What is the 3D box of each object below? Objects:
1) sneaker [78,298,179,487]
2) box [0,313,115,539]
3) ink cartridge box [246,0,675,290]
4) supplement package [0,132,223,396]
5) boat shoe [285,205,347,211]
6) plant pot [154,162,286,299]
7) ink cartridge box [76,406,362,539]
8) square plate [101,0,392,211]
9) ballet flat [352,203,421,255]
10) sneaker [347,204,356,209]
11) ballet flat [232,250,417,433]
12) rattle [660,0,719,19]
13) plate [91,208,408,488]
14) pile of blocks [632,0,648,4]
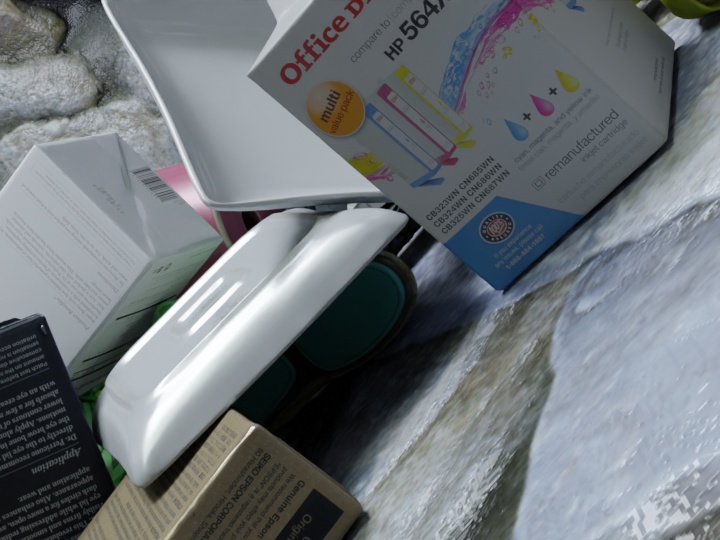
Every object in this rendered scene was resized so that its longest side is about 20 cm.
[{"bbox_3d":[-0.175,0.109,1.081,0.201,0.083,0.074,-65,11,-3],"label":"sneaker"},{"bbox_3d":[-0.215,0.138,0.954,0.104,0.201,0.148,-23,5,-18],"label":"box"},{"bbox_3d":[0.046,-0.118,0.789,0.129,0.200,0.125,-44,14,31],"label":"ink cartridge box"},{"bbox_3d":[-0.220,0.016,1.107,0.200,0.121,0.120,-49,-8,20],"label":"supplement package"},{"bbox_3d":[-0.018,-0.096,1.116,0.091,0.071,0.201,-53,-21,-23],"label":"boat shoe"},{"bbox_3d":[-0.148,-0.003,1.244,0.178,0.200,0.200,-25,23,27],"label":"plant pot"},{"bbox_3d":[-0.095,0.153,0.804,0.165,0.075,0.200,-54,13,-7],"label":"ink cartridge box"},{"bbox_3d":[-0.035,-0.098,0.908,0.200,0.197,0.029,60,142,39],"label":"square plate"},{"bbox_3d":[0.000,0.000,1.019,0.200,0.057,0.067,-52,38,20],"label":"ballet flat"},{"bbox_3d":[0.050,-0.110,1.055,0.200,0.081,0.075,-47,14,25],"label":"sneaker"},{"bbox_3d":[-0.031,0.041,0.945,0.200,0.071,0.071,-43,14,33],"label":"ballet flat"},{"bbox_3d":[0.194,-0.244,0.797,0.200,0.143,0.130,-52,-8,25],"label":"rattle"},{"bbox_3d":[-0.077,0.028,0.870,0.200,0.032,0.200,-45,14,-11],"label":"plate"},{"bbox_3d":[0.109,-0.169,0.931,0.199,0.062,0.082,-27,15,26],"label":"pile of blocks"}]
